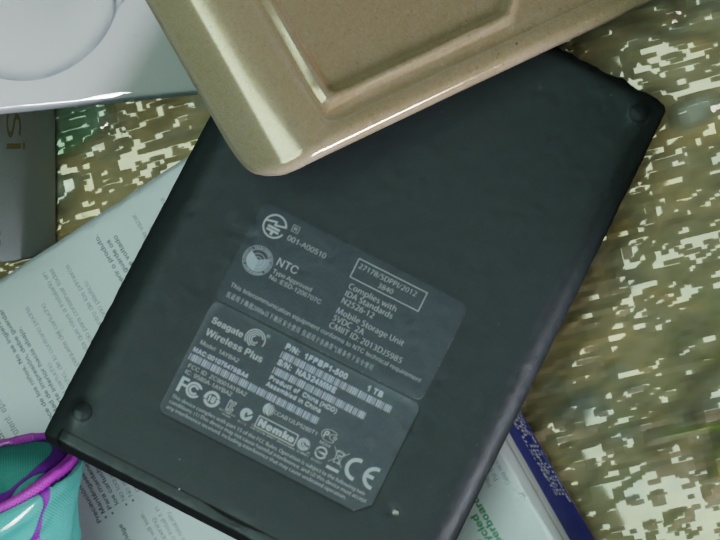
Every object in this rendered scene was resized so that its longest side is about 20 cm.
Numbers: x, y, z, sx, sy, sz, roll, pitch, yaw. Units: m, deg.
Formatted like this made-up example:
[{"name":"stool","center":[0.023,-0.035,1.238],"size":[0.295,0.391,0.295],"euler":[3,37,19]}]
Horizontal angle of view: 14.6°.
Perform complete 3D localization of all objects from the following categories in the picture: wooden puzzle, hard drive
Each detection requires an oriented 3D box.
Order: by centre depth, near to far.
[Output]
[{"name":"wooden puzzle","center":[0.005,-0.146,0.960],"size":[0.200,0.037,0.185],"euler":[-27,81,-19]},{"name":"hard drive","center":[0.000,0.000,0.962],"size":[0.139,0.033,0.200],"euler":[27,79,1]}]

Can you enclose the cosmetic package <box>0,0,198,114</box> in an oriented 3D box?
[{"name":"cosmetic package","center":[-0.106,-0.157,0.978],"size":[0.052,0.150,0.201],"euler":[2,99,61]}]

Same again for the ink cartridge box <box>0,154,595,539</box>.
[{"name":"ink cartridge box","center":[-0.046,0.065,1.026],"size":[0.200,0.043,0.197],"euler":[-32,83,20]}]

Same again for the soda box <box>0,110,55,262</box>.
[{"name":"soda box","center":[-0.152,-0.103,1.035],"size":[0.063,0.068,0.201],"euler":[0,93,16]}]

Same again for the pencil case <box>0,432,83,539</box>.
[{"name":"pencil case","center":[-0.138,0.159,0.997],"size":[0.085,0.092,0.201],"euler":[4,105,17]}]
